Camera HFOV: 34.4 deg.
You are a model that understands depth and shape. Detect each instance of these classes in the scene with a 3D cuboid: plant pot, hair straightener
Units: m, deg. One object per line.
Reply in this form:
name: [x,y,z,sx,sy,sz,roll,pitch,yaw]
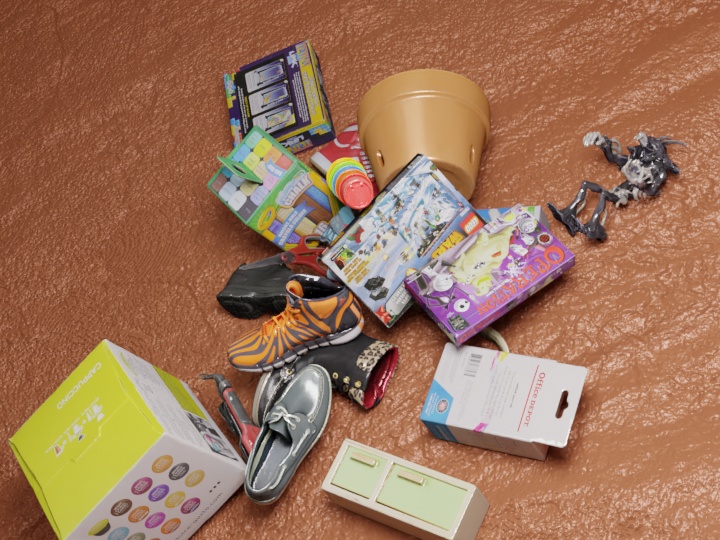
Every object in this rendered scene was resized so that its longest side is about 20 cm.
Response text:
plant pot: [0.095,-0.172,1.686,0.199,0.200,0.141,-13,56,17]
hair straightener: [-0.169,0.226,1.617,0.041,0.077,0.200,-28,71,-27]

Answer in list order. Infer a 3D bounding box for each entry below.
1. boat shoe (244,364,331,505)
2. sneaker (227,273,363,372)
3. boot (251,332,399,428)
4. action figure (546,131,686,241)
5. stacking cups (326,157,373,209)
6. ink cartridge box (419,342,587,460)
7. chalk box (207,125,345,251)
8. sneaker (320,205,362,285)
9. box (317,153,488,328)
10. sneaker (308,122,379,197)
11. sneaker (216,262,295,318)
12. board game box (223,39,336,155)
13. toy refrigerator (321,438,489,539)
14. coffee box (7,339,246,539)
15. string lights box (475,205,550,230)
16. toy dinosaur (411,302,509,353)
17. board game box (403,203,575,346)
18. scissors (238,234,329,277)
boat shoe: [-0.096,0.213,1.539,0.072,0.062,0.201,23,76,14]
sneaker: [-0.102,0.063,1.594,0.199,0.112,0.078,-21,45,3]
boot: [-0.048,0.155,1.621,0.150,0.073,0.200,20,64,34]
action figure: [0.357,-0.133,1.602,0.200,0.102,0.119,-44,40,-6]
stacking cups: [-0.010,-0.115,1.632,0.060,0.061,0.200,-32,15,2]
ink cartridge box: [0.191,0.171,1.497,0.199,0.068,0.116,8,64,30]
chalk box: [-0.134,-0.124,1.747,0.124,0.200,0.125,-50,52,3]
sneaker: [0.000,0.000,1.707,0.095,0.079,0.201,-39,51,21]
box: [0.059,-0.041,1.586,0.200,0.137,0.040,-45,16,-2]
sneaker: [0.013,-0.158,1.798,0.112,0.071,0.200,-44,49,-3]
sneaker: [-0.120,0.023,1.741,0.199,0.076,0.091,5,56,26]
board game box: [-0.138,-0.277,1.956,0.164,0.057,0.201,-19,52,10]
toy refrigerator: [0.055,0.286,1.484,0.199,0.070,0.076,15,66,33]
coffee box: [-0.314,0.253,1.577,0.200,0.198,0.200,-46,51,4]
string lights box: [0.162,-0.029,1.649,0.199,0.059,0.103,-3,60,23]
toy dinosaur: [0.141,0.054,1.594,0.047,0.089,0.200,-29,46,-33]
board game box: [0.171,0.003,1.545,0.199,0.032,0.120,-33,60,-14]
scissors: [-0.108,-0.024,1.705,0.014,0.199,0.074,-37,61,40]
